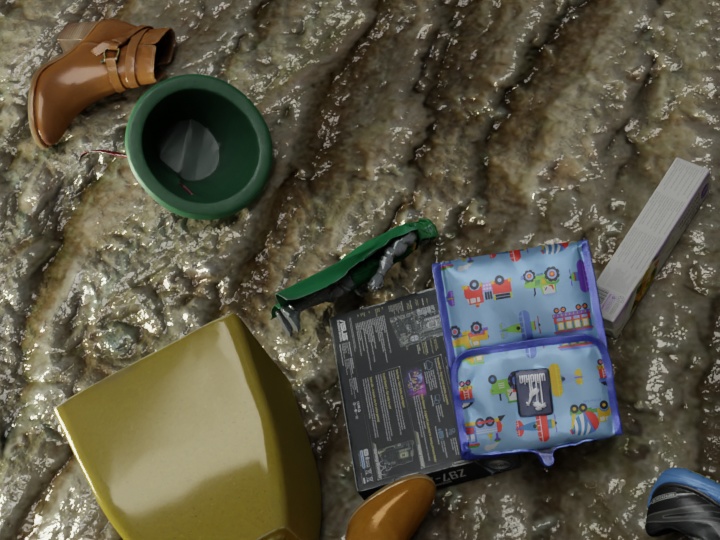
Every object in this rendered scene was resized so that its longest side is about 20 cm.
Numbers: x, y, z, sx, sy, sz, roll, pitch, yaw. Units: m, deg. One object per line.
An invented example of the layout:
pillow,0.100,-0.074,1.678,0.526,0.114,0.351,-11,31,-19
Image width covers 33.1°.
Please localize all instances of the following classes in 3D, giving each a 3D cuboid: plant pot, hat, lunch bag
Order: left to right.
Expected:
hat,-0.214,-0.142,1.480,0.200,0.176,0.166,44,75,-5
plant pot,-0.142,0.200,1.152,0.195,0.194,0.201,-27,60,1
lunch bag,0.157,0.088,1.143,0.149,0.094,0.201,-9,71,5

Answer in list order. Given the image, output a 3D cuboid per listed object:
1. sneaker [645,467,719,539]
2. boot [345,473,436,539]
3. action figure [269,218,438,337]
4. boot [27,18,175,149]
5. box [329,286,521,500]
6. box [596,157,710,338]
sneaker,0.337,0.245,1.042,0.199,0.071,0.083,25,84,30
boot,0.020,0.291,1.087,0.201,0.071,0.144,-43,37,-1
action figure,0.000,0.000,1.286,0.199,0.118,0.055,-33,91,-16
boot,-0.329,-0.239,1.552,0.154,0.077,0.201,5,55,16
box,0.061,0.119,1.215,0.159,0.044,0.201,-17,56,8
box,0.291,-0.024,1.228,0.041,0.039,0.200,25,71,29
